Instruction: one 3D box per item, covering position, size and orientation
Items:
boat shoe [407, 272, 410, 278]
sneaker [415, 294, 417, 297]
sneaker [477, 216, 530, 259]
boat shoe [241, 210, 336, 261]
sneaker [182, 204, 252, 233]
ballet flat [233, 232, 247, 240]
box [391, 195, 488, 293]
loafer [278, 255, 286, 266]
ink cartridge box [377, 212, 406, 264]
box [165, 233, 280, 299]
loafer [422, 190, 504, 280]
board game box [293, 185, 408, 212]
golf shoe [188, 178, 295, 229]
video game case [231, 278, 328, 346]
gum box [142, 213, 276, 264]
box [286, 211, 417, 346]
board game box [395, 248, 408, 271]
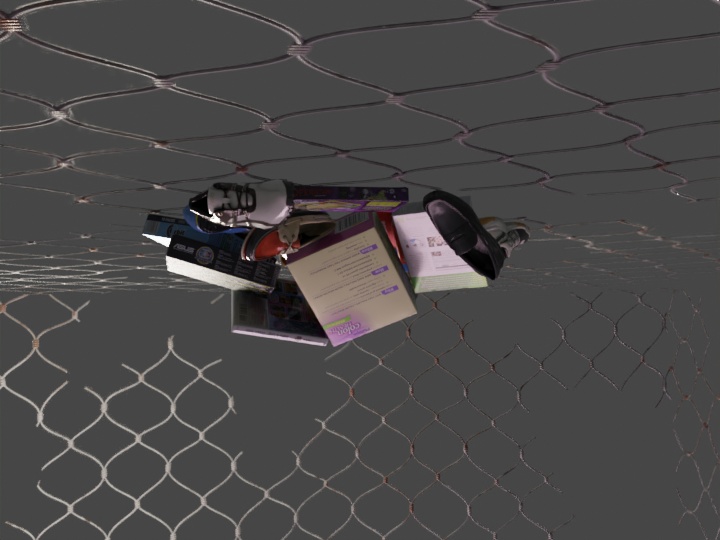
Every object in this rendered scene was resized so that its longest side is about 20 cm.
[{"bbox_3d":[0.073,0.036,1.882,0.199,0.067,0.074,-18,165,12],"label":"boat shoe"},{"bbox_3d":[0.058,-0.023,1.992,0.076,0.200,0.114,-28,145,-16],"label":"sneaker"},{"bbox_3d":[0.293,-0.059,1.847,0.075,0.088,0.200,-8,173,38],"label":"sneaker"},{"bbox_3d":[-0.123,-0.061,1.516,0.062,0.071,0.200,32,-142,23],"label":"boat shoe"},{"bbox_3d":[-0.213,-0.097,1.534,0.199,0.066,0.078,0,-167,-36],"label":"sneaker"},{"bbox_3d":[-0.194,-0.071,1.725,0.073,0.073,0.200,-2,172,8],"label":"ballet flat"},{"bbox_3d":[0.149,-0.044,1.612,0.144,0.036,0.201,-5,131,15],"label":"box"},{"bbox_3d":[-0.137,-0.054,1.861,0.072,0.073,0.200,1,173,-11],"label":"loafer"},{"bbox_3d":[0.102,-0.066,1.659,0.199,0.051,0.109,-3,136,13],"label":"ink cartridge box"},{"bbox_3d":[-0.253,-0.004,1.611,0.199,0.044,0.160,17,168,-8],"label":"box"},{"bbox_3d":[0.180,-0.060,1.516,0.068,0.071,0.200,-30,122,30],"label":"loafer"},{"bbox_3d":[-0.029,-0.119,1.477,0.199,0.032,0.120,0,171,-11],"label":"board game box"},{"bbox_3d":[-0.187,-0.102,1.372,0.199,0.078,0.094,-8,171,42],"label":"golf shoe"},{"bbox_3d":[-0.160,0.072,1.706,0.181,0.024,0.200,10,-153,-14],"label":"video game case"},{"bbox_3d":[-0.285,-0.046,1.679,0.169,0.045,0.200,9,167,33],"label":"gum box"},{"bbox_3d":[-0.015,0.011,1.624,0.175,0.200,0.097,-23,-153,10],"label":"box"},{"bbox_3d":[0.146,-0.047,1.802,0.151,0.045,0.200,-3,-163,13],"label":"board game box"}]
